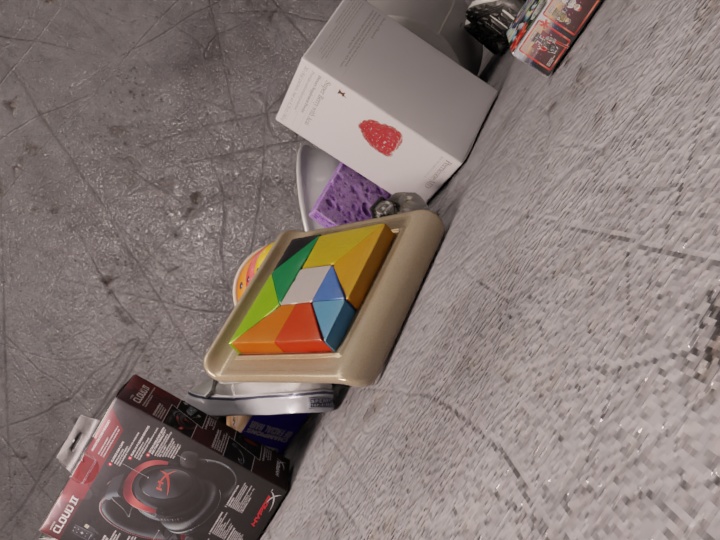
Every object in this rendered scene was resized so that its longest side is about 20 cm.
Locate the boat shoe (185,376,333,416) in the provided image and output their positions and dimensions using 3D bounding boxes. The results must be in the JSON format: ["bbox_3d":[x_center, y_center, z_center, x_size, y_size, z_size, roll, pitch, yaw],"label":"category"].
[{"bbox_3d":[-0.106,0.100,0.753,0.201,0.074,0.087,-12,76,46],"label":"boat shoe"}]

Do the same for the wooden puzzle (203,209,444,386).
[{"bbox_3d":[-0.039,0.019,0.688,0.199,0.037,0.186,-3,47,40],"label":"wooden puzzle"}]

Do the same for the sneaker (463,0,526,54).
[{"bbox_3d":[0.177,-0.325,0.941,0.079,0.074,0.200,-53,7,11],"label":"sneaker"}]

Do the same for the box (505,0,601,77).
[{"bbox_3d":[0.196,-0.269,0.636,0.200,0.040,0.137,-56,7,24],"label":"box"}]

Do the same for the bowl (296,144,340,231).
[{"bbox_3d":[-0.013,-0.072,0.984,0.201,0.090,0.202,-11,-90,-81],"label":"bowl"}]

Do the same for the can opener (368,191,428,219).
[{"bbox_3d":[0.000,0.000,0.771,0.200,0.067,0.053,-48,46,-13],"label":"can opener"}]

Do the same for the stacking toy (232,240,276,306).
[{"bbox_3d":[-0.095,0.003,0.981,0.147,0.146,0.200,-61,-3,-21],"label":"stacking toy"}]

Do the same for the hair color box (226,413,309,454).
[{"bbox_3d":[-0.084,0.111,0.852,0.200,0.065,0.110,-58,26,28],"label":"hair color box"}]

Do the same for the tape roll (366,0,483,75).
[{"bbox_3d":[0.066,-0.292,1.081,0.203,0.202,0.139,-54,8,42],"label":"tape roll"}]

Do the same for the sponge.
[{"bbox_3d":[0.031,-0.115,0.916,0.201,0.111,0.030,-62,11,-24],"label":"sponge"}]

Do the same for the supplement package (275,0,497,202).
[{"bbox_3d":[0.028,-0.185,0.851,0.120,0.199,0.121,-62,7,-29],"label":"supplement package"}]

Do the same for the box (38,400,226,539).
[{"bbox_3d":[-0.241,0.265,0.882,0.201,0.148,0.125,-71,-23,-47],"label":"box"}]

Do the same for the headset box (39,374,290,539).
[{"bbox_3d":[-0.188,0.206,0.716,0.149,0.199,0.075,-59,8,6],"label":"headset box"}]
